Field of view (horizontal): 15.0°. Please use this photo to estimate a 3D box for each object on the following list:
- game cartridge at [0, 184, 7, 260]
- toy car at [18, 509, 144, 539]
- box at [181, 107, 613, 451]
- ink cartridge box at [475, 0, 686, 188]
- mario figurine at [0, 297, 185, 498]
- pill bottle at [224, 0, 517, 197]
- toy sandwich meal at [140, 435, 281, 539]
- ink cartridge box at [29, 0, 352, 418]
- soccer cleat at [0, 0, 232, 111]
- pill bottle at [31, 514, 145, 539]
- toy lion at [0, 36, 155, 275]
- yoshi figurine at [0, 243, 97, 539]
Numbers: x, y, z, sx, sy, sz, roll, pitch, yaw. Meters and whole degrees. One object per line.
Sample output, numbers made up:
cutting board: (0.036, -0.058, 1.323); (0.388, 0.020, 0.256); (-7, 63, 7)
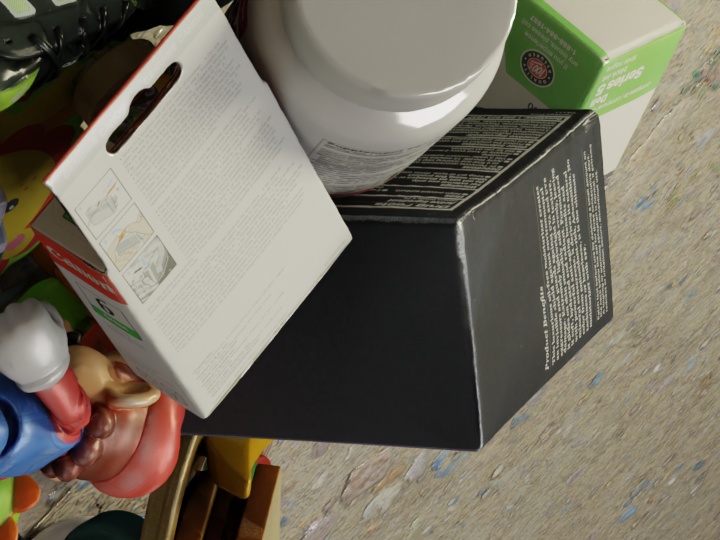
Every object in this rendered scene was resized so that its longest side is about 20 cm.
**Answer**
game cartridge: (-0.226, 0.028, 1.201); (0.129, 0.039, 0.200); (-19, 160, -25)
toy car: (-0.192, 0.250, 1.447); (0.184, 0.176, 0.201); (-28, 109, -62)
box: (0.000, 0.000, 1.372); (0.198, 0.199, 0.124); (-36, 123, -60)
ink cartridge box: (0.070, -0.092, 1.512); (0.084, 0.145, 0.201); (-26, 150, -45)
mario figurine: (-0.164, 0.056, 1.247); (0.199, 0.123, 0.107); (-7, 103, -51)
pill bottle: (0.000, -0.102, 1.197); (0.113, 0.113, 0.200); (-43, -178, -14)
toy sandwich meal: (-0.065, 0.143, 1.455); (0.205, 0.070, 0.206); (11, 90, -79)
ink cartridge box: (-0.079, -0.032, 1.155); (0.109, 0.050, 0.200); (-51, 148, -14)
soccer cleat: (-0.133, -0.101, 1.092); (0.199, 0.081, 0.068); (-5, 155, -29)
pill bottle: (-0.126, 0.207, 1.689); (0.112, 0.112, 0.200); (-53, 158, 11)
toy lion: (-0.187, -0.044, 1.215); (0.192, 0.069, 0.200); (-51, 161, 26)
yoshi figurine: (-0.198, 0.069, 1.372); (0.201, 0.112, 0.112); (-57, -157, -17)
